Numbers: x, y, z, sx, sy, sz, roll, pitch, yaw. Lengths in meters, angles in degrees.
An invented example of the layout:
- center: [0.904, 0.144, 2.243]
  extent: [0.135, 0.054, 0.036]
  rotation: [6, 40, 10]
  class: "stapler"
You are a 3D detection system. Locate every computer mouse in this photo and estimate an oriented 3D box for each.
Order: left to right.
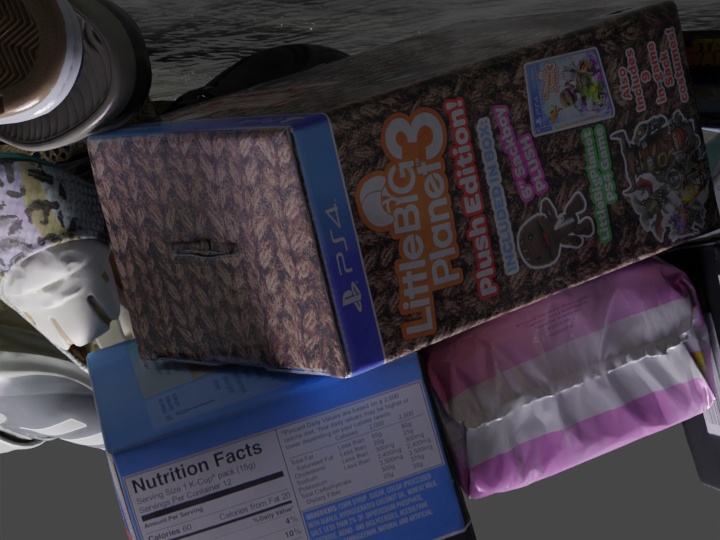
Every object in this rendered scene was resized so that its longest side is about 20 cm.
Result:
- center: [-0.046, -0.086, 1.170]
  extent: [0.199, 0.046, 0.140]
  rotation: [-19, -177, -40]
  class: "computer mouse"

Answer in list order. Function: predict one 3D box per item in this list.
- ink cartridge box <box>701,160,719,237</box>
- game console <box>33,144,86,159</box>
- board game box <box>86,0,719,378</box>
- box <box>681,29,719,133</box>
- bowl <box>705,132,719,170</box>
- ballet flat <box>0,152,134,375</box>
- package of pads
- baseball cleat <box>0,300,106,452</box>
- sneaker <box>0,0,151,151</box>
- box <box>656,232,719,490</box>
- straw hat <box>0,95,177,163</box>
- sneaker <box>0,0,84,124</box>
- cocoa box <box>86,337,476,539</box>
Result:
- center: [0.186, -0.009, 1.333]
  extent: [0.043, 0.197, 0.200]
  rotation: [36, -177, 7]
  class: "ink cartridge box"
- center: [-0.132, -0.060, 1.321]
  extent: [0.175, 0.117, 0.200]
  rotation: [-29, -162, 38]
  class: "game console"
- center: [0.018, -0.036, 0.989]
  extent: [0.199, 0.098, 0.159]
  rotation: [-20, -168, -33]
  class: "board game box"
- center: [0.237, -0.081, 1.060]
  extent: [0.198, 0.040, 0.137]
  rotation: [3, 179, 27]
  class: "box"
- center: [0.290, -0.040, 1.550]
  extent: [0.199, 0.106, 0.201]
  rotation: [4, 180, 0]
  class: "bowl"
- center: [-0.127, 0.009, 1.118]
  extent: [0.071, 0.073, 0.200]
  rotation: [3, 161, 18]
  class: "ballet flat"
- center: [0.073, 0.029, 1.065]
  extent: [0.120, 0.076, 0.200]
  rotation: [-19, -167, -5]
  class: "package of pads"
- center: [-0.142, 0.065, 1.256]
  extent: [0.199, 0.070, 0.107]
  rotation: [22, 146, 2]
  class: "baseball cleat"
- center: [-0.124, -0.096, 1.071]
  extent: [0.106, 0.076, 0.199]
  rotation: [-11, -173, -34]
  class: "sneaker"
- center: [0.241, 0.020, 1.021]
  extent: [0.198, 0.118, 0.197]
  rotation: [-15, 180, -2]
  class: "box"
- center: [-0.153, -0.073, 1.250]
  extent: [0.199, 0.086, 0.202]
  rotation: [-10, -149, 6]
  class: "straw hat"
- center: [-0.155, -0.090, 0.942]
  extent: [0.199, 0.071, 0.108]
  rotation: [12, 180, 39]
  class: "sneaker"
- center: [-0.034, 0.093, 1.019]
  extent: [0.132, 0.132, 0.200]
  rotation: [-18, -169, -6]
  class: "cocoa box"
